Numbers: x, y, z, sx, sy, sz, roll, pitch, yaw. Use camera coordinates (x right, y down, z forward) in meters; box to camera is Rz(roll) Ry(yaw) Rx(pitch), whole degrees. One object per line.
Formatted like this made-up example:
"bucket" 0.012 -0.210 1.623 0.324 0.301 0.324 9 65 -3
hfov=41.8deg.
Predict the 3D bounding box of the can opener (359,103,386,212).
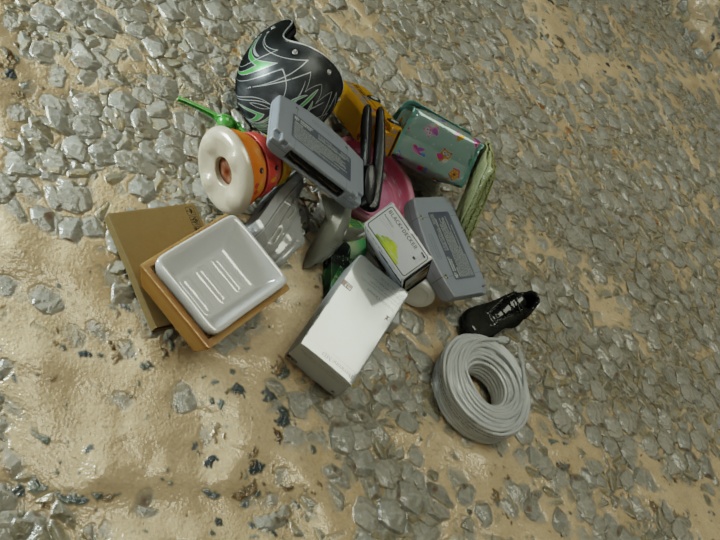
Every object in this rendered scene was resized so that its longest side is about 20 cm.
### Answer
"can opener" 0.022 -0.205 1.721 0.063 0.078 0.204 15 73 -30

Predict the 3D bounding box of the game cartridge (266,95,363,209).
"game cartridge" -0.075 -0.203 1.597 0.199 0.041 0.134 36 30 -28

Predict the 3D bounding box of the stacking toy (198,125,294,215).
"stacking toy" -0.162 -0.185 1.594 0.198 0.146 0.147 -20 73 -39

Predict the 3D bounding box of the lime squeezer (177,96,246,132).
"lime squeezer" -0.240 -0.242 1.677 0.070 0.038 0.201 -38 87 -16

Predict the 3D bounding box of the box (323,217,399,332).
"box" 0.000 0.000 1.685 0.143 0.036 0.202 20 48 -27

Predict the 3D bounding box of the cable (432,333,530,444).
"cable" 0.216 0.208 1.684 0.197 0.069 0.203 14 53 -30

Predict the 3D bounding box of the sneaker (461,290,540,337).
"sneaker" 0.270 0.078 1.808 0.199 0.091 0.077 -23 77 -45

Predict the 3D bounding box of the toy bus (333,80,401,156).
"toy bus" 0.008 -0.297 1.832 0.077 0.066 0.201 12 28 -31

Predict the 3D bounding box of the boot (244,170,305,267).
"boot" -0.130 -0.087 1.630 0.096 0.073 0.201 49 43 -17

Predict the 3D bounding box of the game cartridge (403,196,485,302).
"game cartridge" 0.152 -0.040 1.739 0.132 0.041 0.203 -8 71 -44

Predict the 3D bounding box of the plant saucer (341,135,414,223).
"plant saucer" 0.011 -0.162 1.803 0.198 0.051 0.203 21 49 -27

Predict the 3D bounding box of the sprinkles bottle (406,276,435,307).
"sprinkles bottle" 0.123 -0.025 1.779 0.068 0.068 0.202 32 45 -16

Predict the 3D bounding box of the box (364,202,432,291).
"box" 0.061 -0.032 1.597 0.060 0.200 0.117 -34 83 -5

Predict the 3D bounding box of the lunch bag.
"lunch bag" 0.139 -0.255 1.894 0.168 0.123 0.200 26 8 -11

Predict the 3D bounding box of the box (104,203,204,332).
"box" -0.291 -0.009 1.464 0.162 0.021 0.202 -11 68 -43

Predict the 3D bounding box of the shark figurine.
"shark figurine" -0.053 -0.120 1.649 0.089 0.126 0.217 44 38 -46

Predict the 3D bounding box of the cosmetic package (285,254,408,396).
"cosmetic package" -0.021 0.089 1.535 0.112 0.081 0.201 37 57 -7

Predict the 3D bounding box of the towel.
"towel" 0.218 -0.140 1.833 0.036 0.202 0.149 17 27 -2

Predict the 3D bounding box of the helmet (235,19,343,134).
"helmet" -0.130 -0.335 1.701 0.198 0.201 0.192 20 34 -26

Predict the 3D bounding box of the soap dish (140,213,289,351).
"soap dish" -0.221 0.019 1.423 0.158 0.081 0.200 49 42 3
